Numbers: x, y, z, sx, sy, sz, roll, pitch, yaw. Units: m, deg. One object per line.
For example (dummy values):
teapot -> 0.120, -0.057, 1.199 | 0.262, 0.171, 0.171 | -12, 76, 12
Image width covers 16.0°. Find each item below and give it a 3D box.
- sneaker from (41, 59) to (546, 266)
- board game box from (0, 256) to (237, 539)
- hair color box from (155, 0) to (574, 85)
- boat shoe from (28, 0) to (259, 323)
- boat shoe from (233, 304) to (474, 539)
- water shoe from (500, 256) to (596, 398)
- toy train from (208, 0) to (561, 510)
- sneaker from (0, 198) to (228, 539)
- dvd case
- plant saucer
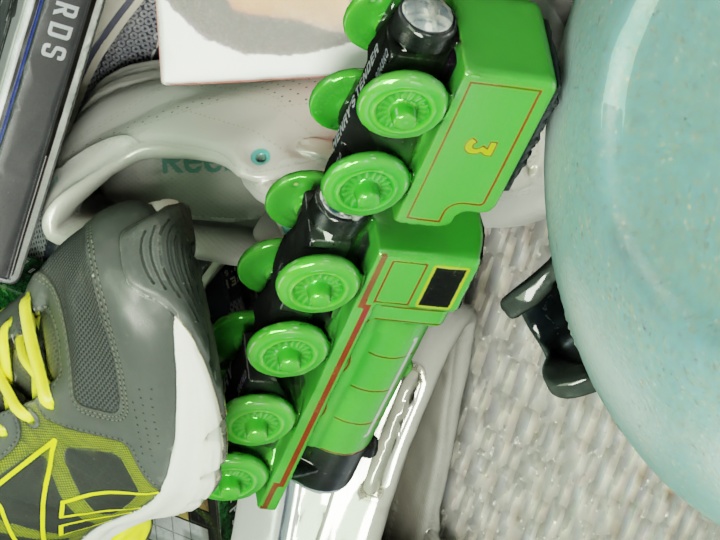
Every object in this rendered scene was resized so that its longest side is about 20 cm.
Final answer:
sneaker -> 0.003, -0.031, 0.741 | 0.199, 0.089, 0.076 | -10, 109, 15
board game box -> -0.080, 0.093, 0.860 | 0.104, 0.023, 0.201 | 20, 129, 32
hair color box -> 0.045, -0.105, 0.683 | 0.199, 0.061, 0.102 | -3, 101, 6
boat shoe -> -0.058, -0.032, 0.837 | 0.093, 0.075, 0.200 | 42, 128, 15
boat shoe -> 0.000, 0.098, 0.806 | 0.065, 0.072, 0.201 | 12, 101, 20
water shoe -> 0.105, 0.021, 0.663 | 0.072, 0.079, 0.200 | 57, 167, -15
toy train -> 0.000, 0.000, 0.684 | 0.200, 0.056, 0.042 | 115, 154, -47
sneaker -> -0.093, 0.045, 0.724 | 0.200, 0.084, 0.075 | 120, 143, -57
dvd case -> -0.095, -0.107, 0.788 | 0.150, 0.025, 0.201 | -141, 68, -72
plant saucer -> 0.106, -0.033, 0.578 | 0.201, 0.039, 0.202 | -7, 81, 45
